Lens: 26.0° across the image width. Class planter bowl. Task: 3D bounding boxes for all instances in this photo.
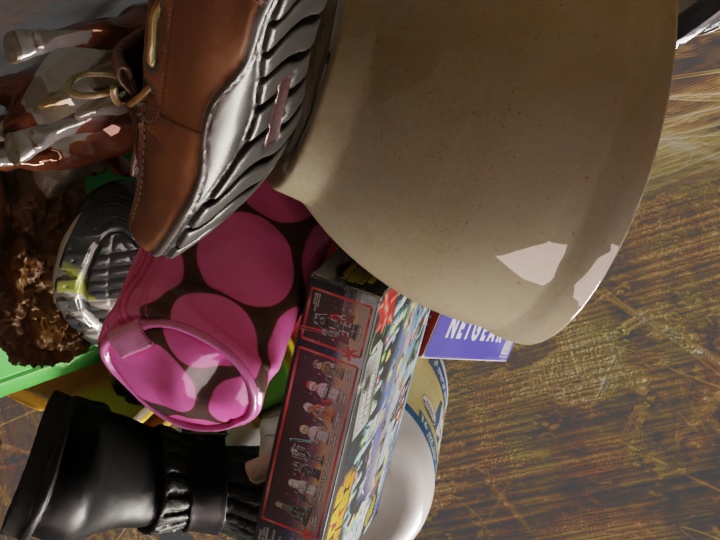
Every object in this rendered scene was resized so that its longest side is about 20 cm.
[{"bbox_3d":[0.036,-0.079,0.703,0.135,0.201,0.200,15,168,-14],"label":"planter bowl"}]

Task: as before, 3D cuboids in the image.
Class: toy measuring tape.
[{"bbox_3d":[-0.059,0.055,0.917,0.073,0.074,0.200,-16,-164,6],"label":"toy measuring tape"}]

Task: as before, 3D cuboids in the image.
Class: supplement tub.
[{"bbox_3d":[-0.014,0.103,1.087,0.144,0.145,0.200,-16,-161,14],"label":"supplement tub"}]

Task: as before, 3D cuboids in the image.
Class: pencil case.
[{"bbox_3d":[-0.062,-0.026,0.767,0.091,0.200,0.094,-6,143,33],"label":"pencil case"}]

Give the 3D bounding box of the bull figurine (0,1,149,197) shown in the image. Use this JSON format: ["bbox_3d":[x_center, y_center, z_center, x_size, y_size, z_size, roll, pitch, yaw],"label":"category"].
[{"bbox_3d":[-0.136,-0.078,0.738,0.121,0.065,0.200,-20,178,-38],"label":"bull figurine"}]

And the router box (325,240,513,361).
[{"bbox_3d":[0.000,0.000,0.999,0.179,0.049,0.200,24,-176,20],"label":"router box"}]

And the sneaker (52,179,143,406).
[{"bbox_3d":[-0.124,0.003,0.874,0.074,0.085,0.200,-1,147,1],"label":"sneaker"}]

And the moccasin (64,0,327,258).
[{"bbox_3d":[-0.067,-0.078,0.619,0.074,0.078,0.201,-45,167,-30],"label":"moccasin"}]

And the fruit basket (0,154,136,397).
[{"bbox_3d":[-0.205,-0.001,1.105,0.215,0.156,0.216,-20,162,-7],"label":"fruit basket"}]

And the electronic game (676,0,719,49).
[{"bbox_3d":[0.177,-0.144,0.764,0.200,0.042,0.200,-37,-176,3],"label":"electronic game"}]

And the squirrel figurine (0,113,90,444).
[{"bbox_3d":[-0.221,0.016,0.862,0.200,0.187,0.141,-13,175,-30],"label":"squirrel figurine"}]

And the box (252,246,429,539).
[{"bbox_3d":[-0.006,0.073,0.826,0.040,0.200,0.137,19,-155,13],"label":"box"}]

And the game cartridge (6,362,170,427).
[{"bbox_3d":[-0.167,0.043,1.146,0.200,0.032,0.176,13,-131,45],"label":"game cartridge"}]

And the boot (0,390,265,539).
[{"bbox_3d":[-0.108,0.125,0.893,0.158,0.080,0.211,18,-177,1],"label":"boot"}]
